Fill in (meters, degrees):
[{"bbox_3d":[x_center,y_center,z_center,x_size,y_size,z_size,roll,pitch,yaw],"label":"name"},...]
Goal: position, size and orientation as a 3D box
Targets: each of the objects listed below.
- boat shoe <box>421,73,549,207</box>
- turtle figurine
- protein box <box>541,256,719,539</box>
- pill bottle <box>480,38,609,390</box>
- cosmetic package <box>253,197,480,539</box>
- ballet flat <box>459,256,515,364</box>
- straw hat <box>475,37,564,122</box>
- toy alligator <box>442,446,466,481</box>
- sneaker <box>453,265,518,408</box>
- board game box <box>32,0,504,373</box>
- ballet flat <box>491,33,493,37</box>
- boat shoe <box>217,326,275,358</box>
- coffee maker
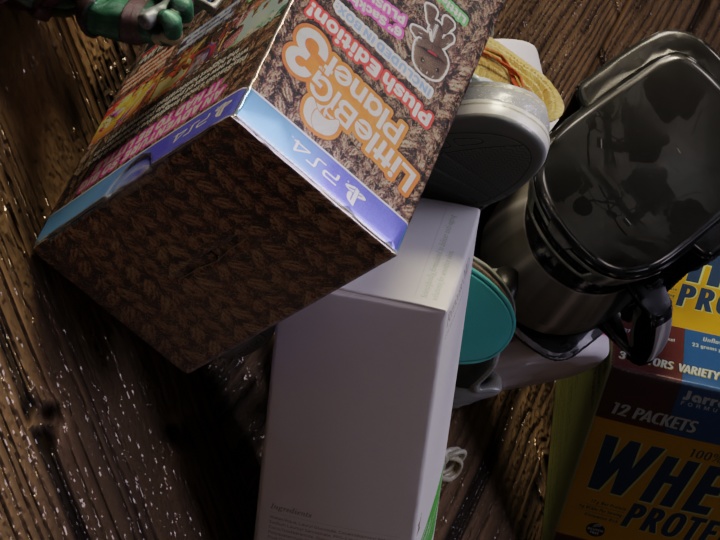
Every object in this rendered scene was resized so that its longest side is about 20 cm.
[{"bbox_3d":[0.025,-0.071,1.387,0.074,0.202,0.065,27,71,-24],"label":"boat shoe"},{"bbox_3d":[-0.130,-0.154,1.267,0.200,0.101,0.150,-4,61,-53],"label":"turtle figurine"},{"bbox_3d":[0.208,0.082,1.845,0.199,0.134,0.200,-80,-177,-49],"label":"protein box"},{"bbox_3d":[0.080,-0.032,1.732,0.113,0.113,0.201,17,61,-67],"label":"pill bottle"},{"bbox_3d":[-0.001,0.071,1.376,0.108,0.085,0.201,-68,168,-58],"label":"cosmetic package"},{"bbox_3d":[0.000,0.000,1.485,0.200,0.068,0.064,15,21,-42],"label":"ballet flat"},{"bbox_3d":[0.015,-0.094,1.630,0.085,0.201,0.201,-64,171,20],"label":"straw hat"},{"bbox_3d":[-0.001,0.075,1.536,0.054,0.059,0.200,40,3,28],"label":"toy alligator"},{"bbox_3d":[0.026,-0.003,1.561,0.075,0.115,0.200,-76,147,-51],"label":"sneaker"},{"bbox_3d":[-0.035,-0.079,1.285,0.097,0.159,0.200,40,50,-19],"label":"board game box"},{"bbox_3d":[0.058,-0.176,1.810,0.063,0.067,0.200,-64,178,8],"label":"ballet flat"},{"bbox_3d":[-0.075,-0.058,1.389,0.071,0.072,0.201,36,41,-54],"label":"boat shoe"},{"bbox_3d":[0.157,-0.058,1.589,0.192,0.134,0.200,-61,-177,-17],"label":"coffee maker"}]
